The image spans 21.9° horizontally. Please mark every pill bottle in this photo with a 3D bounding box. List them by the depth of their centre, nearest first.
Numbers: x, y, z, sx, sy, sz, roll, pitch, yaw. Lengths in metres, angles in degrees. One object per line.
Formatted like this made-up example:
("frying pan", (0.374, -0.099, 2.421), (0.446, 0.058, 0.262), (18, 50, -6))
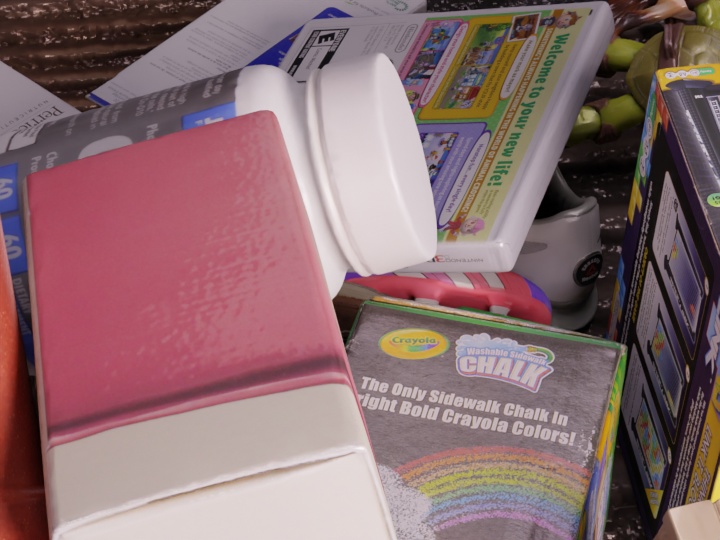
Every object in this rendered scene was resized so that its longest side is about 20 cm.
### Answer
("pill bottle", (-0.072, -0.028, 0.843), (0.199, 0.114, 0.114), (-14, 44, 12))

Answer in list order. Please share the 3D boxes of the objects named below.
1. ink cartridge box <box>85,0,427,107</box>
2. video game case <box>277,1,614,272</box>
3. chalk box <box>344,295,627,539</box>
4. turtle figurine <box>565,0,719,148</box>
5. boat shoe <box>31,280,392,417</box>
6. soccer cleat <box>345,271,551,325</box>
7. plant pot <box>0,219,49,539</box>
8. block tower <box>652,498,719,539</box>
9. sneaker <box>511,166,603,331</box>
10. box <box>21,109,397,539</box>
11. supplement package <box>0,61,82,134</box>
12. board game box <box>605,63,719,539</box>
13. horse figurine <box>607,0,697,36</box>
("ink cartridge box", (-0.058, -0.119, 1.103), (0.099, 0.039, 0.200), (31, 51, 27))
("video game case", (0.020, -0.070, 0.955), (0.181, 0.022, 0.200), (0, 41, 26))
("chalk box", (0.046, 0.100, 0.826), (0.124, 0.124, 0.200), (11, 45, 13))
("turtle figurine", (0.170, -0.094, 1.024), (0.161, 0.201, 0.064), (-5, -1, 25))
("boat shoe", (-0.066, 0.052, 0.914), (0.199, 0.076, 0.072), (-4, 48, 9))
("soccer cleat", (0.000, 0.000, 0.962), (0.199, 0.067, 0.077), (3, 56, 10))
("plant pot", (-0.203, 0.041, 0.670), (0.200, 0.201, 0.196), (-6, 84, -6))
("block tower", (0.130, 0.153, 0.725), (0.054, 0.200, 0.058), (-10, 61, -11))
("sneaker", (0.056, -0.057, 1.002), (0.200, 0.089, 0.074), (35, 47, 30))
("box", (-0.055, 0.054, 0.701), (0.109, 0.128, 0.200), (-15, 40, -1))
("supplement package", (-0.247, -0.053, 0.978), (0.200, 0.120, 0.121), (32, 52, 27))
("board game box", (0.161, 0.036, 0.834), (0.056, 0.200, 0.166), (-5, 46, -7))
("horse figurine", (0.220, -0.129, 1.105), (0.200, 0.050, 0.133), (25, 51, 23))
